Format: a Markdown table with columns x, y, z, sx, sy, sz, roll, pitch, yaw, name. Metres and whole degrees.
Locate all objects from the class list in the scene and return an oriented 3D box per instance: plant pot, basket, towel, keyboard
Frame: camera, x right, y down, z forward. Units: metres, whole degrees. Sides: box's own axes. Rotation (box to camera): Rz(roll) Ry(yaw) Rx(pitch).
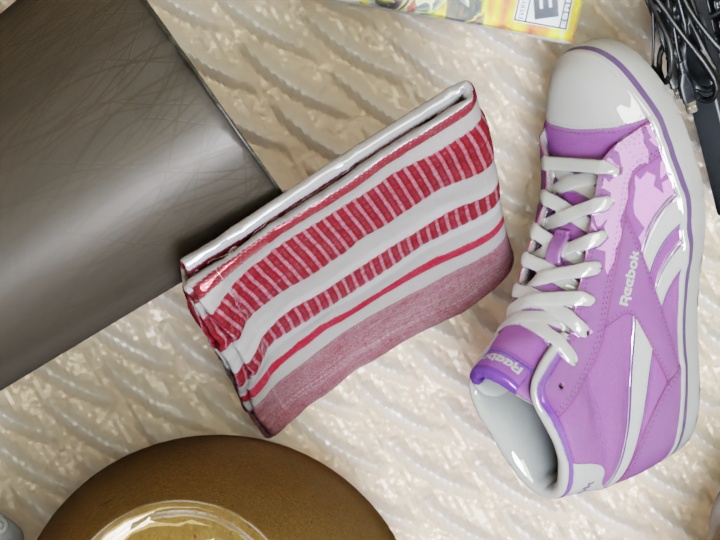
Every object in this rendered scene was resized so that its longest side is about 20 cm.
| x | y | z | sx | sy | sz | roll | pitch | yaw | name |
| --- | --- | --- | --- | --- | --- | --- | --- | --- | --- |
| -0.067 | 0.151 | 1.137 | 0.186 | 0.200 | 0.187 | 0 | 81 | 1 | plant pot |
| -0.149 | -0.026 | 1.144 | 0.200 | 0.180 | 0.136 | -35 | 120 | 0 | basket |
| 0.000 | 0.000 | 1.169 | 0.144 | 0.200 | 0.023 | -34 | 70 | -5 | towel |
| 0.170 | -0.116 | 1.232 | 0.104 | 0.040 | 0.200 | -27 | 110 | -30 | keyboard |

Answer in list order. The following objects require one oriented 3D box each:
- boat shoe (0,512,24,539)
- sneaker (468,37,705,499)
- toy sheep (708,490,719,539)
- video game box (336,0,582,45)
| x | y | z | sx | sy | sz | roll | pitch | yaw | name |
| --- | --- | --- | --- | --- | --- | --- | --- | --- | --- |
| -0.234 | 0.079 | 1.193 | 0.200 | 0.072 | 0.069 | 35 | 61 | -3 | boat shoe |
| 0.095 | 0.004 | 1.216 | 0.114 | 0.073 | 0.201 | -19 | 105 | -42 | sneaker |
| 0.236 | 0.130 | 1.262 | 0.200 | 0.138 | 0.138 | -18 | 101 | -24 | toy sheep |
| 0.025 | -0.213 | 1.205 | 0.182 | 0.047 | 0.201 | 9 | 102 | -10 | video game box |
